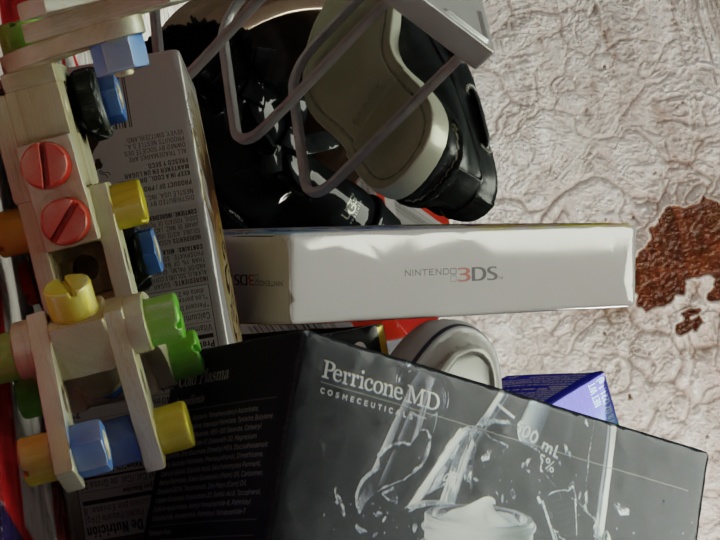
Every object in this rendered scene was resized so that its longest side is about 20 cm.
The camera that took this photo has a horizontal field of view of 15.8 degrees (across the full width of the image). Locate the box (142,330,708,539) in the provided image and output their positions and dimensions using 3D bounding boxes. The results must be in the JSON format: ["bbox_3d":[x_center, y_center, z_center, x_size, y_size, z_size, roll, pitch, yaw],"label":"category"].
[{"bbox_3d":[0.018,0.138,1.005,0.104,0.200,0.183,-14,-116,56],"label":"box"}]

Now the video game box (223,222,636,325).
[{"bbox_3d":[0.000,0.000,1.244,0.182,0.200,0.047,-3,-91,56],"label":"video game box"}]

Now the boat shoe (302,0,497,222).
[{"bbox_3d":[0.025,-0.085,1.288,0.066,0.075,0.199,29,15,-27],"label":"boat shoe"}]

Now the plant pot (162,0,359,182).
[{"bbox_3d":[-0.065,-0.115,1.747,0.175,0.200,0.201,-133,-152,-58],"label":"plant pot"}]

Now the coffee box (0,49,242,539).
[{"bbox_3d":[-0.093,0.018,1.096,0.113,0.080,0.201,90,-10,-86],"label":"coffee box"}]

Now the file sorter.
[{"bbox_3d":[-0.058,-0.151,1.205,0.200,0.125,0.139,35,25,-27],"label":"file sorter"}]

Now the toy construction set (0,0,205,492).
[{"bbox_3d":[-0.105,-0.024,0.958,0.131,0.092,0.201,-76,167,-87],"label":"toy construction set"}]

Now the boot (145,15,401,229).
[{"bbox_3d":[-0.088,-0.051,1.405,0.162,0.198,0.073,46,52,-31],"label":"boot"}]

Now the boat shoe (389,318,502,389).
[{"bbox_3d":[0.032,0.115,1.124,0.066,0.072,0.200,-9,-123,53],"label":"boat shoe"}]

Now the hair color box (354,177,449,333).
[{"bbox_3d":[-0.028,0.047,1.495,0.064,0.200,0.111,32,17,-16],"label":"hair color box"}]

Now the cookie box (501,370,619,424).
[{"bbox_3d":[0.067,0.165,1.344,0.200,0.075,0.172,-27,104,-46],"label":"cookie box"}]

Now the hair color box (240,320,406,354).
[{"bbox_3d":[-0.030,0.123,1.408,0.064,0.111,0.200,-130,-146,-62],"label":"hair color box"}]

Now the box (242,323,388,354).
[{"bbox_3d":[-0.044,0.109,1.236,0.200,0.049,0.160,-7,-88,59],"label":"box"}]
